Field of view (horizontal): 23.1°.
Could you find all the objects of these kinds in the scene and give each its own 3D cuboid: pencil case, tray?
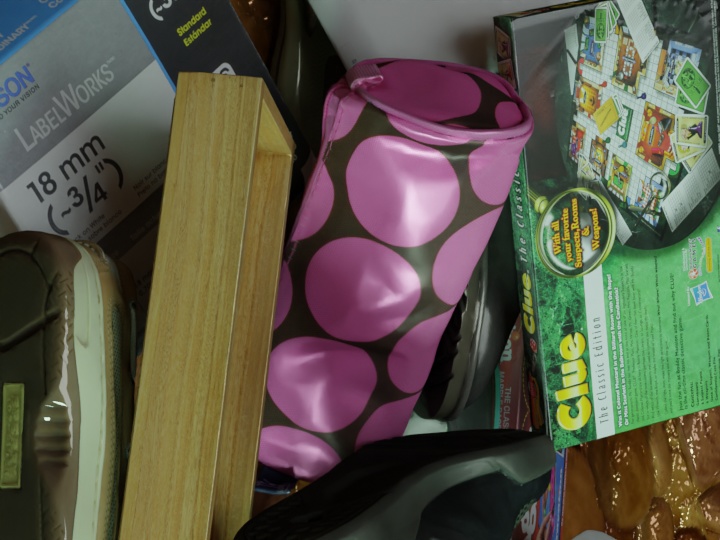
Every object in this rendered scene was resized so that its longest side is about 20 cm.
[{"bbox_3d":[0.000,0.000,0.770,0.093,0.091,0.201,19,117,-6],"label":"pencil case"},{"bbox_3d":[-0.059,0.035,0.679,0.099,0.037,0.202,64,32,-79],"label":"tray"}]

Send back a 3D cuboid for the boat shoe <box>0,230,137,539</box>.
[{"bbox_3d":[-0.109,0.089,0.657,0.076,0.071,0.202,15,82,-57],"label":"boat shoe"}]

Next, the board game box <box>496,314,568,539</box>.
[{"bbox_3d":[0.090,0.075,0.925,0.103,0.019,0.202,8,85,-67],"label":"board game box"}]

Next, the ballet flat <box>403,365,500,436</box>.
[{"bbox_3d":[0.031,0.109,0.860,0.068,0.068,0.202,8,75,-32],"label":"ballet flat"}]

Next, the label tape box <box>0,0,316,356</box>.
[{"bbox_3d":[-0.121,-0.078,0.730,0.144,0.063,0.201,-46,120,-31],"label":"label tape box"}]

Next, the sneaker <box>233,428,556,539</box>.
[{"bbox_3d":[0.024,0.133,0.734,0.199,0.076,0.115,-25,109,-58],"label":"sneaker"}]

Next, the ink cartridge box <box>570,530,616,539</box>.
[{"bbox_3d":[0.082,0.245,0.841,0.145,0.083,0.201,-20,132,-50],"label":"ink cartridge box"}]

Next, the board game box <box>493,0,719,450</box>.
[{"bbox_3d":[0.118,-0.024,0.794,0.104,0.023,0.202,-13,109,-19],"label":"board game box"}]

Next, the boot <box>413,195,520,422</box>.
[{"bbox_3d":[0.124,-0.002,0.862,0.199,0.072,0.183,13,83,-26],"label":"boot"}]

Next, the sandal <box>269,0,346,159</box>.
[{"bbox_3d":[-0.004,-0.136,0.836,0.079,0.057,0.203,-6,96,-42],"label":"sandal"}]

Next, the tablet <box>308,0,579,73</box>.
[{"bbox_3d":[0.018,-0.180,0.795,0.130,0.014,0.201,-29,89,0],"label":"tablet"}]
